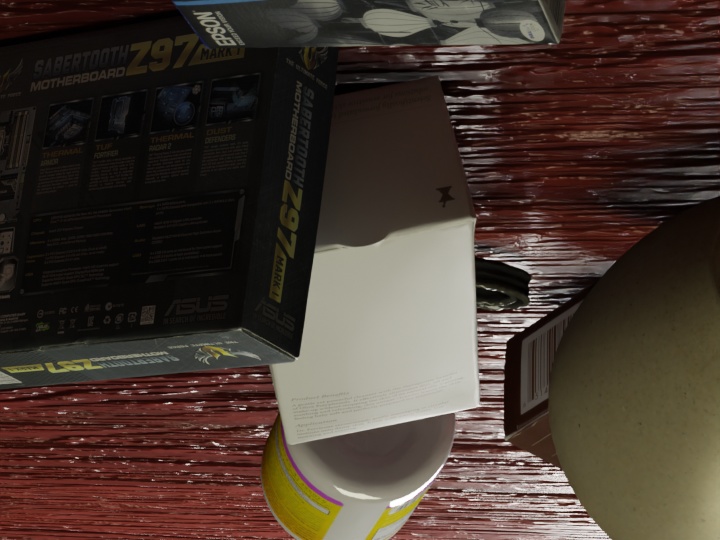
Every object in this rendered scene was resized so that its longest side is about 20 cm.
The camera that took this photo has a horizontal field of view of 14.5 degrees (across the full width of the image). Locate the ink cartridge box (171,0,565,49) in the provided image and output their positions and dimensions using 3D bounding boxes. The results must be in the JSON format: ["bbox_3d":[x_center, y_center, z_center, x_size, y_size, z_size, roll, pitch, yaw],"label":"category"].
[{"bbox_3d":[-0.021,-0.127,1.163,0.199,0.039,0.099,1,161,18],"label":"ink cartridge box"}]

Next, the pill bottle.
[{"bbox_3d":[-0.007,0.114,1.743,0.103,0.105,0.200,9,161,-6],"label":"pill bottle"}]

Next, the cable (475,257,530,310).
[{"bbox_3d":[-0.002,0.002,1.498,0.199,0.051,0.097,24,149,-36],"label":"cable"}]

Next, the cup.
[{"bbox_3d":[0.201,0.038,1.350,0.199,0.201,0.144,8,149,-4],"label":"cup"}]

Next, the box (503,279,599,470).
[{"bbox_3d":[0.184,0.086,1.572,0.199,0.075,0.100,26,138,-28],"label":"box"}]

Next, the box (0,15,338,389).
[{"bbox_3d":[-0.110,-0.032,1.283,0.199,0.159,0.051,-7,157,32],"label":"box"}]

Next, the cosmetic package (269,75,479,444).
[{"bbox_3d":[0.000,0.000,1.369,0.107,0.085,0.200,-10,151,-4],"label":"cosmetic package"}]
